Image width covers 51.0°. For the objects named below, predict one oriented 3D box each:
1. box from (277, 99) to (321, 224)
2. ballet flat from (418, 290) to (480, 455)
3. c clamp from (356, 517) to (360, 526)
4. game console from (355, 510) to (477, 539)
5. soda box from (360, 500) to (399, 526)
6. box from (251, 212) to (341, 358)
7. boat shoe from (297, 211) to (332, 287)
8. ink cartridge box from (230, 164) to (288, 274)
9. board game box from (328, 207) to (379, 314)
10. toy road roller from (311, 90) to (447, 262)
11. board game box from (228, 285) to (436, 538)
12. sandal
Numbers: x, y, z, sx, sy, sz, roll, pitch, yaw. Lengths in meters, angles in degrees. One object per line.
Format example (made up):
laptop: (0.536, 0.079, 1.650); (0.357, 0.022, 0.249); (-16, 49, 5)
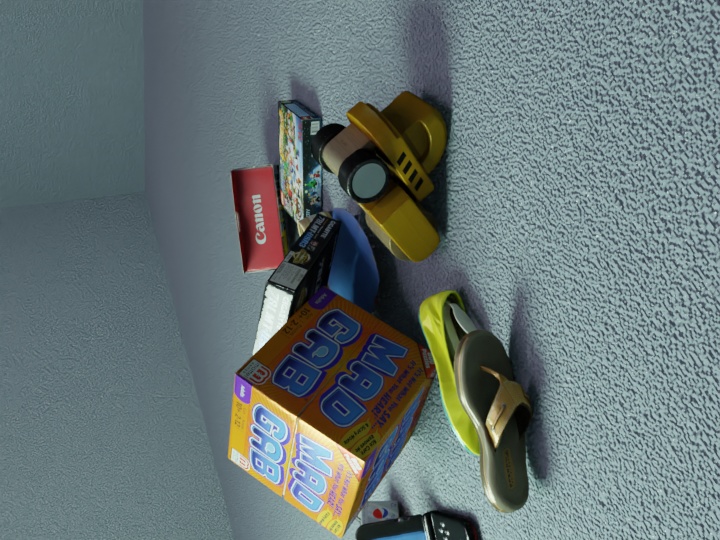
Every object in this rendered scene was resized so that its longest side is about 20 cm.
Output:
box: (-0.111, -0.193, 1.367); (0.137, 0.037, 0.202); (-135, 40, -55)
ballet flat: (0.123, 0.114, 0.892); (0.067, 0.066, 0.202); (-40, 58, 41)
c clamp: (0.021, 0.550, 1.378); (0.170, 0.027, 0.202); (14, 110, 61)
game console: (0.090, 0.446, 1.030); (0.172, 0.117, 0.202); (153, 105, -68)
soda box: (0.032, 0.479, 1.236); (0.068, 0.063, 0.202); (-91, 0, -68)
box: (-0.097, 0.047, 1.130); (0.199, 0.049, 0.201); (-57, -14, -53)
boat shoe: (-0.083, -0.004, 1.334); (0.074, 0.068, 0.202); (-143, 47, -59)
ink cartridge box: (-0.194, -0.102, 1.478); (0.176, 0.083, 0.202); (-98, 2, -82)
board game box: (0.000, 0.000, 1.176); (0.159, 0.039, 0.201); (57, 150, 37)
toy road roller: (0.049, -0.124, 0.933); (0.200, 0.146, 0.123); (49, -179, -40)
board game box: (-0.040, 0.190, 1.035); (0.199, 0.200, 0.201); (30, 137, 16)
sandal: (0.156, 0.161, 0.813); (0.054, 0.080, 0.202); (-13, 88, 52)
